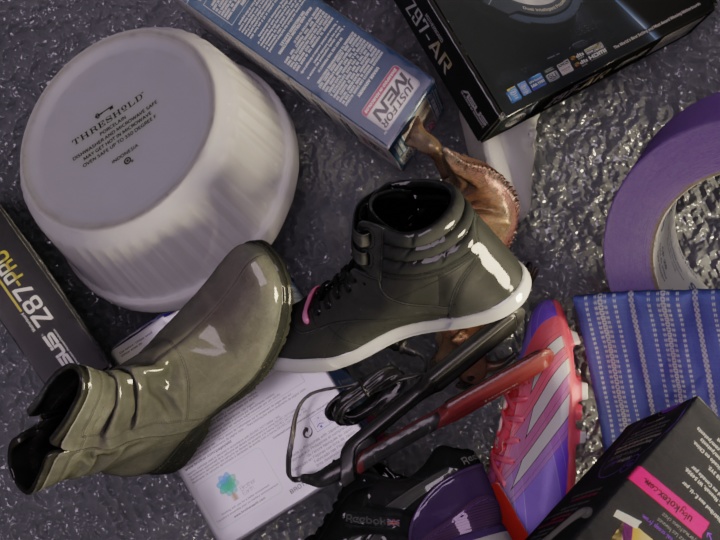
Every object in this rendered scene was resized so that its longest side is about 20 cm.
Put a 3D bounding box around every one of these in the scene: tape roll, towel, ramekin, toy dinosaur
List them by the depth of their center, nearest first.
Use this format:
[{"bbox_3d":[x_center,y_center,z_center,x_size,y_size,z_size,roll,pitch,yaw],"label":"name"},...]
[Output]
[{"bbox_3d":[0.263,-0.015,0.761,0.198,0.066,0.202,14,123,22],"label":"tape roll"},{"bbox_3d":[0.245,0.079,0.769,0.198,0.024,0.146,-2,114,31],"label":"towel"},{"bbox_3d":[0.072,-0.020,0.806,0.135,0.201,0.086,27,51,7],"label":"toy dinosaur"},{"bbox_3d":[-0.150,-0.080,0.834,0.200,0.094,0.204,-8,66,19],"label":"ramekin"}]

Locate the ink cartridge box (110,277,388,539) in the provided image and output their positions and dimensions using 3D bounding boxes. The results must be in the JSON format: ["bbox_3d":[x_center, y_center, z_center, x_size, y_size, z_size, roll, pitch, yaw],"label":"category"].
[{"bbox_3d":[-0.087,0.079,0.860,0.136,0.076,0.201,-32,84,6],"label":"ink cartridge box"}]

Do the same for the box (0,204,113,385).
[{"bbox_3d":[-0.244,0.016,0.846,0.049,0.161,0.201,-36,83,-12],"label":"box"}]

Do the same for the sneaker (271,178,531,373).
[{"bbox_3d":[0.000,0.000,0.751,0.198,0.071,0.100,-17,124,23],"label":"sneaker"}]

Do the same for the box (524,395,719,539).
[{"bbox_3d":[0.162,0.191,0.723,0.200,0.122,0.106,-42,84,-19],"label":"box"}]

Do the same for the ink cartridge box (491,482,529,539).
[{"bbox_3d":[0.077,0.274,0.812,0.162,0.057,0.201,-31,92,23],"label":"ink cartridge box"}]

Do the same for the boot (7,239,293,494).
[{"bbox_3d":[-0.133,0.067,0.741,0.068,0.130,0.201,46,114,27],"label":"boot"}]

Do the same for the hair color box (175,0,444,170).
[{"bbox_3d":[-0.037,-0.159,0.850,0.199,0.100,0.061,37,92,9],"label":"hair color box"}]

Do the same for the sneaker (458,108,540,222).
[{"bbox_3d":[0.114,-0.136,0.844,0.088,0.075,0.202,-9,85,-4],"label":"sneaker"}]

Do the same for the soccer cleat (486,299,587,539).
[{"bbox_3d":[0.120,0.122,0.827,0.076,0.067,0.202,-1,93,5],"label":"soccer cleat"}]

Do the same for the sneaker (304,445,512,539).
[{"bbox_3d":[0.004,0.181,0.811,0.199,0.076,0.088,-23,73,17],"label":"sneaker"}]

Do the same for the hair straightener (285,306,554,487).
[{"bbox_3d":[0.030,0.081,0.798,0.199,0.041,0.077,-33,68,5],"label":"hair straightener"}]

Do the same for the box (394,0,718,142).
[{"bbox_3d":[0.127,-0.203,0.813,0.199,0.044,0.161,-28,83,-20],"label":"box"}]
